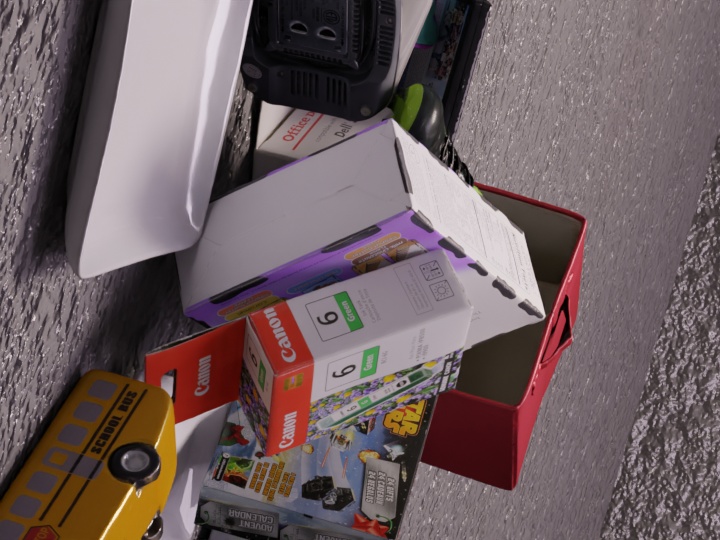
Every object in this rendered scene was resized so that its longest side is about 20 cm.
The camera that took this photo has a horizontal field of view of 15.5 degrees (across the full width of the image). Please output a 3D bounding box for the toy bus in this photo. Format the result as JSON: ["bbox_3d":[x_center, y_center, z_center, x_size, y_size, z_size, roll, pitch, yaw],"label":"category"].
[{"bbox_3d":[-0.167,0.151,1.533,0.065,0.078,0.200,92,20,-44],"label":"toy bus"}]

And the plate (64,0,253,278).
[{"bbox_3d":[-0.120,-0.104,1.545,0.199,0.032,0.201,-23,126,-72],"label":"plate"}]

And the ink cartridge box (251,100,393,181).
[{"bbox_3d":[-0.027,-0.052,1.856,0.117,0.067,0.201,-54,154,-53],"label":"ink cartridge box"}]

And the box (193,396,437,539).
[{"bbox_3d":[-0.025,0.119,1.836,0.200,0.136,0.040,-70,175,-54],"label":"box"}]

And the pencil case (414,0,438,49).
[{"bbox_3d":[0.032,-0.260,1.837,0.092,0.085,0.201,-4,109,-60],"label":"pencil case"}]

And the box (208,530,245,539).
[{"bbox_3d":[-0.042,0.193,1.995,0.200,0.096,0.177,58,47,-71],"label":"box"}]

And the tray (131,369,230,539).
[{"bbox_3d":[-0.135,0.122,1.731,0.200,0.022,0.108,28,77,-74],"label":"tray"}]

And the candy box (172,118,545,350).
[{"bbox_3d":[0.000,0.000,1.707,0.200,0.167,0.072,36,36,-55],"label":"candy box"}]

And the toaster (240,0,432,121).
[{"bbox_3d":[-0.013,-0.205,1.685,0.129,0.113,0.201,-63,159,-47],"label":"toaster"}]

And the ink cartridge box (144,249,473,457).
[{"bbox_3d":[-0.034,0.062,1.636,0.199,0.050,0.109,-20,153,-16],"label":"ink cartridge box"}]

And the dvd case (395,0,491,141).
[{"bbox_3d":[0.041,-0.138,1.913,0.200,0.017,0.143,-139,-116,-71],"label":"dvd case"}]

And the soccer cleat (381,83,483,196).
[{"bbox_3d":[0.045,-0.063,1.750,0.200,0.081,0.068,103,3,-66],"label":"soccer cleat"}]

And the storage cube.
[{"bbox_3d":[0.068,0.045,2.060,0.180,0.199,0.172,86,23,-65],"label":"storage cube"}]
